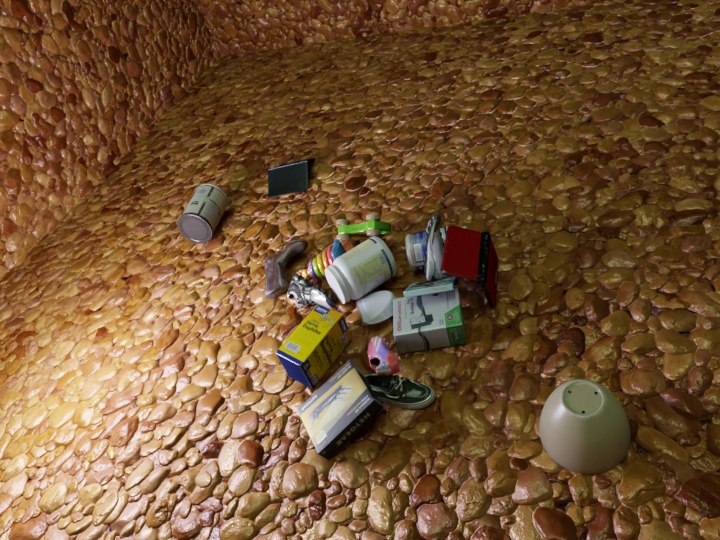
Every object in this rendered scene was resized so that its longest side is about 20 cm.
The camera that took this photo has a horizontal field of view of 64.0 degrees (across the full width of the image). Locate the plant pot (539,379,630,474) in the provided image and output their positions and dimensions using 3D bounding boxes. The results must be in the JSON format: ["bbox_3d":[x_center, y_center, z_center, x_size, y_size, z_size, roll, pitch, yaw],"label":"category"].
[{"bbox_3d":[0.493,0.322,1.275,0.195,0.136,0.203,-12,42,11],"label":"plant pot"}]

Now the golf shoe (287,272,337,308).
[{"bbox_3d":[-0.159,0.091,1.864,0.198,0.078,0.096,29,85,38],"label":"golf shoe"}]

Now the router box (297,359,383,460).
[{"bbox_3d":[-0.055,0.358,1.494,0.200,0.052,0.158,-44,42,3],"label":"router box"}]

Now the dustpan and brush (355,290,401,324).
[{"bbox_3d":[0.093,0.098,1.756,0.197,0.058,0.140,-29,28,3],"label":"dustpan and brush"}]

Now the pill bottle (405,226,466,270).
[{"bbox_3d":[0.246,-0.073,1.816,0.195,0.117,0.117,-10,42,12],"label":"pill bottle"}]

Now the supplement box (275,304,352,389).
[{"bbox_3d":[-0.132,0.218,1.674,0.108,0.110,0.201,17,54,37],"label":"supplement box"}]

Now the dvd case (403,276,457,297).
[{"bbox_3d":[0.209,0.047,1.687,0.142,0.023,0.200,-10,5,14],"label":"dvd case"}]

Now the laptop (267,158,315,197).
[{"bbox_3d":[-0.295,-0.401,2.480,0.182,0.119,0.200,-8,14,14],"label":"laptop"}]

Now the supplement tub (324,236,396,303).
[{"bbox_3d":[0.000,0.000,1.815,0.197,0.147,0.145,-30,41,-15],"label":"supplement tub"}]

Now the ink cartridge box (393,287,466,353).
[{"bbox_3d":[0.192,0.142,1.634,0.195,0.084,0.149,-11,42,12],"label":"ink cartridge box"}]

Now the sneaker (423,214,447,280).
[{"bbox_3d":[0.231,-0.070,1.727,0.077,0.206,0.074,0,20,3],"label":"sneaker"}]

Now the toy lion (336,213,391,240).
[{"bbox_3d":[0.022,-0.133,1.934,0.196,0.190,0.071,-6,83,35],"label":"toy lion"}]

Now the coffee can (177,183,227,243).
[{"bbox_3d":[-0.639,-0.233,2.345,0.142,0.148,0.203,-5,43,18],"label":"coffee can"}]

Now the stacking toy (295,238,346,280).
[{"bbox_3d":[-0.136,-0.008,1.937,0.196,0.111,0.117,-22,25,16],"label":"stacking toy"}]

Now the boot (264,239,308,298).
[{"bbox_3d":[-0.255,-0.003,1.997,0.184,0.065,0.202,-29,36,12],"label":"boot"}]

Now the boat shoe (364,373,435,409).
[{"bbox_3d":[0.097,0.312,1.510,0.195,0.065,0.072,1,45,24],"label":"boat shoe"}]

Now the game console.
[{"bbox_3d":[0.325,-0.015,1.689,0.116,0.174,0.203,-9,42,26],"label":"game console"}]

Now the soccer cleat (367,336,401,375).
[{"bbox_3d":[0.047,0.232,1.573,0.074,0.069,0.200,-8,16,-17],"label":"soccer cleat"}]
